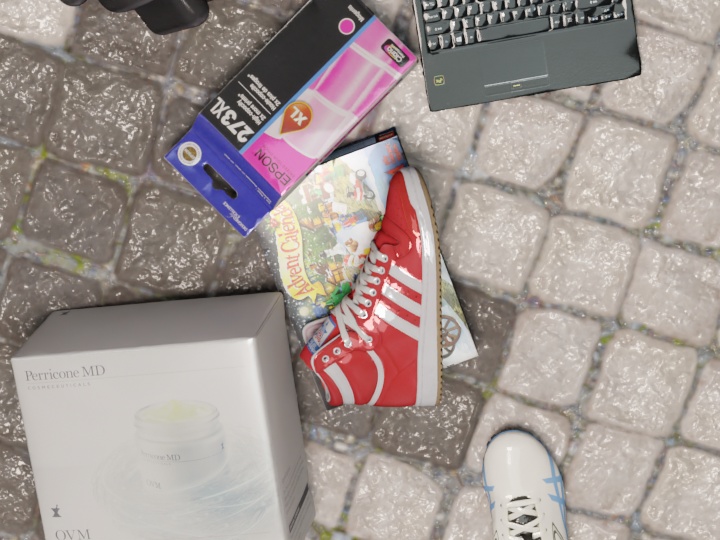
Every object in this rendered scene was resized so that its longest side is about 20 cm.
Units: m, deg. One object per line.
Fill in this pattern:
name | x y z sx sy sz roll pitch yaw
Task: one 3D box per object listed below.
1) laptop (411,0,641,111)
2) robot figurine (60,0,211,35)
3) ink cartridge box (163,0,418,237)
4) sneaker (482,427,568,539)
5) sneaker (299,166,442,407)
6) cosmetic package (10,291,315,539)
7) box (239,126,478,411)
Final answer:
laptop | 0.128 -0.224 1.504 0.177 0.103 0.201 -9 106 0
robot figurine | -0.175 -0.275 1.461 0.125 0.150 0.200 -28 112 20
ink cartridge box | -0.056 -0.128 1.535 0.095 0.037 0.200 45 94 2
sneaker | 0.144 0.231 1.652 0.072 0.072 0.201 -8 105 1
sneaker | 0.005 0.018 1.543 0.112 0.071 0.201 -5 108 -6
cosmetic package | -0.154 0.135 1.565 0.199 0.123 0.201 -5 105 10
box | 0.000 0.000 1.594 0.136 0.038 0.200 -21 106 3
